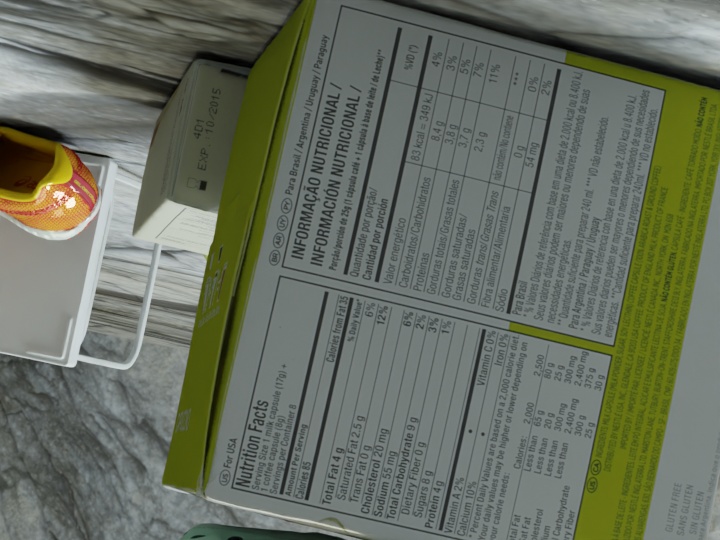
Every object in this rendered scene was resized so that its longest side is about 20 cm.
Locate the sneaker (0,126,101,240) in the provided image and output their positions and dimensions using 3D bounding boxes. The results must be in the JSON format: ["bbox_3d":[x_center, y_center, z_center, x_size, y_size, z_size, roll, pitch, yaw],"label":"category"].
[{"bbox_3d":[-0.260,-0.072,1.388,0.200,0.073,0.077,5,150,23],"label":"sneaker"}]

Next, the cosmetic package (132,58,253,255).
[{"bbox_3d":[-0.053,-0.048,1.085,0.105,0.071,0.200,13,174,-11],"label":"cosmetic package"}]

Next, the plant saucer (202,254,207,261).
[{"bbox_3d":[-0.023,0.000,1.588,0.199,0.048,0.200,11,174,11],"label":"plant saucer"}]

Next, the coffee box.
[{"bbox_3d":[0.036,0.017,0.893,0.197,0.201,0.200,13,173,-9],"label":"coffee box"}]

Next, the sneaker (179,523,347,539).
[{"bbox_3d":[-0.028,0.140,0.834,0.118,0.074,0.200,7,176,-3],"label":"sneaker"}]

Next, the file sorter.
[{"bbox_3d":[-0.250,-0.014,1.494,0.200,0.139,0.124,10,176,20],"label":"file sorter"}]
